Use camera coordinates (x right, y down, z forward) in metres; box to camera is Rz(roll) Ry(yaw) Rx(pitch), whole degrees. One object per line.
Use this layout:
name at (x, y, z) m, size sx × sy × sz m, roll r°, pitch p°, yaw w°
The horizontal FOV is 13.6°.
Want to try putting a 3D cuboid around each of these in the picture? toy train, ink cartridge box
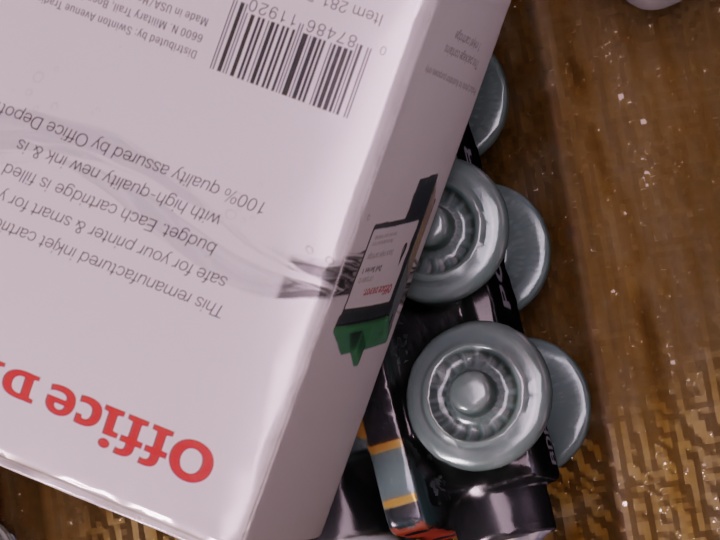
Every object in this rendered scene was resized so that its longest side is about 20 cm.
toy train at (0.000, 0.000, 0.961) m, size 0.113 × 0.085 × 0.201 m, roll -17°, pitch 80°, yaw 15°
ink cartridge box at (-0.054, -0.034, 0.892) m, size 0.145 × 0.084 × 0.201 m, roll 21°, pitch 94°, yaw 17°

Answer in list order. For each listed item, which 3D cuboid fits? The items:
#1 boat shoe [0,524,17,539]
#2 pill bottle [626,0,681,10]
boat shoe at (-0.209, 0.102, 0.963) m, size 0.200 × 0.072 × 0.070 m, roll -6°, pitch 79°, yaw 4°
pill bottle at (0.063, -0.189, 0.970) m, size 0.109 × 0.110 × 0.200 m, roll -41°, pitch 79°, yaw -3°
